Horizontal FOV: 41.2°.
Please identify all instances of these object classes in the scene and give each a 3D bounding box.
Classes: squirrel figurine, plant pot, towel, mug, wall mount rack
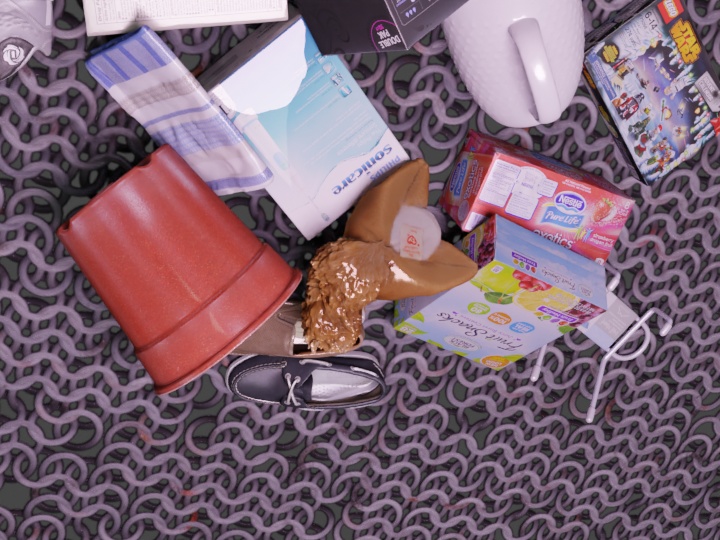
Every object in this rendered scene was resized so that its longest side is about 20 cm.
[{"bbox_3d":[0.000,0.000,1.063,0.199,0.186,0.142,-33,91,-31],"label":"squirrel figurine"},{"bbox_3d":[-0.198,-0.011,0.996,0.200,0.201,0.196,-38,102,3],"label":"plant pot"},{"bbox_3d":[-0.185,-0.153,0.973,0.200,0.146,0.024,51,62,-27],"label":"towel"},{"bbox_3d":[0.168,-0.233,0.998,0.146,0.201,0.176,-18,129,6],"label":"mug"},{"bbox_3d":[0.305,0.091,1.251,0.199,0.075,0.174,36,100,-25],"label":"wall mount rack"}]

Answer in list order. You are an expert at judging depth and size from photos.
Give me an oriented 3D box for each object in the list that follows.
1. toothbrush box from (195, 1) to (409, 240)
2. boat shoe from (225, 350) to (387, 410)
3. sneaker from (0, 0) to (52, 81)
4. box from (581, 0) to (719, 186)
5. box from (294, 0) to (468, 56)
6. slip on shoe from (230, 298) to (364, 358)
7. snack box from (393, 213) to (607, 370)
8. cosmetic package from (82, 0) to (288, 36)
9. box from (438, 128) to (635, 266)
[{"bbox_3d":[-0.065,-0.158,1.029,0.146,0.085,0.200,-39,117,2],"label":"toothbrush box"},{"bbox_3d":[-0.064,0.135,1.175,0.198,0.060,0.076,-5,115,-13],"label":"boat shoe"},{"bbox_3d":[-0.392,-0.228,0.914,0.198,0.075,0.116,-2,117,-16],"label":"sneaker"},{"bbox_3d":[0.351,-0.219,1.143,0.137,0.040,0.200,-37,118,2],"label":"box"},{"bbox_3d":[0.000,-0.316,0.879,0.124,0.148,0.201,-41,120,-22],"label":"box"},{"bbox_3d":[-0.092,0.074,1.140,0.198,0.061,0.077,4,113,-17],"label":"slip on shoe"},{"bbox_3d":[0.161,0.033,1.131,0.168,0.068,0.200,22,145,-23],"label":"snack box"},{"bbox_3d":[-0.175,-0.295,0.943,0.198,0.073,0.104,-7,115,-12],"label":"cosmetic package"},{"bbox_3d":[0.207,-0.082,1.133,0.198,0.096,0.100,16,110,-21],"label":"box"}]
